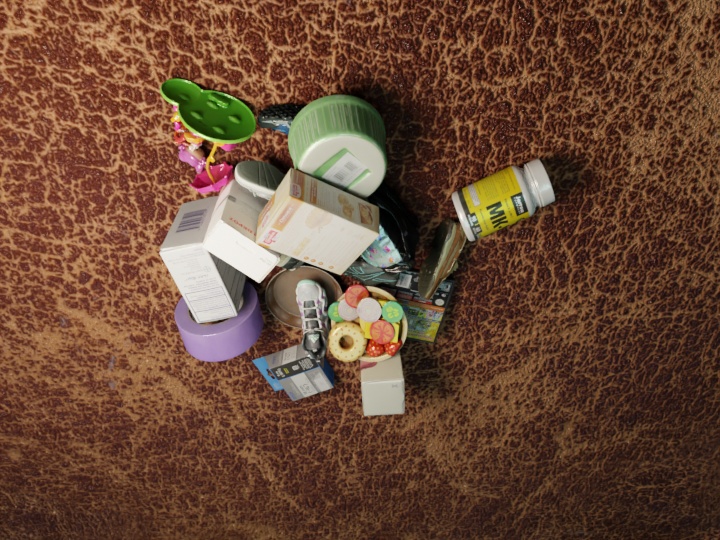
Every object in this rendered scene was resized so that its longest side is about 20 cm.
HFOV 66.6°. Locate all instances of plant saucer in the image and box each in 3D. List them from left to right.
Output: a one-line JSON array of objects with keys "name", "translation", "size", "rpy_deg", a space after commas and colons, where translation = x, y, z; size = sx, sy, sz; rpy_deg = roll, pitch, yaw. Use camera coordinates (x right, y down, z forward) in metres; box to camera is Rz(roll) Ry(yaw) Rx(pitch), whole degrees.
[{"name": "plant saucer", "translation": [-0.140, 0.061, 1.375], "size": [0.193, 0.035, 0.205], "rpy_deg": [-1, 128, -1]}]

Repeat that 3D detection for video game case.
[{"name": "video game case", "translation": [0.122, 0.085, 1.380], "size": [0.194, 0.026, 0.185], "rpy_deg": [12, 112, -11]}]

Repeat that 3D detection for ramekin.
[{"name": "ramekin", "translation": [-0.040, -0.220, 1.050], "size": [0.193, 0.100, 0.203], "rpy_deg": [-7, 142, -5]}]

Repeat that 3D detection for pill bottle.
[{"name": "pill bottle", "translation": [0.305, -0.153, 1.174], "size": [0.196, 0.116, 0.115], "rpy_deg": [-24, 125, 16]}]

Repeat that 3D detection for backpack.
[{"name": "backpack", "translation": [0.037, -0.103, 1.184], "size": [0.125, 0.169, 0.201], "rpy_deg": [-27, 118, 25]}]

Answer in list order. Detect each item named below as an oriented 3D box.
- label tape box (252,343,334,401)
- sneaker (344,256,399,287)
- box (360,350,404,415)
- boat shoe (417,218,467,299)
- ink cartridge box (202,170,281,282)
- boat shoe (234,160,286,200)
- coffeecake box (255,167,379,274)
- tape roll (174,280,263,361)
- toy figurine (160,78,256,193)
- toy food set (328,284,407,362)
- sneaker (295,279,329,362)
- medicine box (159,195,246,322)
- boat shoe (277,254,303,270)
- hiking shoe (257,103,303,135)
[{"name": "label tape box", "translation": [-0.188, 0.289, 1.528], "size": [0.195, 0.064, 0.146], "rpy_deg": [-20, 125, 13]}, {"name": "sneaker", "translation": [0.000, 0.000, 1.291], "size": [0.193, 0.076, 0.082], "rpy_deg": [3, 116, 7]}, {"name": "box", "translation": [0.052, 0.252, 1.418], "size": [0.105, 0.203, 0.131], "rpy_deg": [-4, 128, 0]}, {"name": "boat shoe", "translation": [0.198, -0.020, 1.289], "size": [0.072, 0.076, 0.204], "rpy_deg": [10, 118, -21]}, {"name": "ink cartridge box", "translation": [-0.236, -0.096, 1.147], "size": [0.145, 0.203, 0.083], "rpy_deg": [34, 121, -25]}, {"name": "boat shoe", "translation": [-0.179, -0.171, 1.151], "size": [0.198, 0.076, 0.065], "rpy_deg": [9, 142, -43]}, {"name": "coffeecake box", "translation": [-0.083, -0.088, 1.064], "size": [0.196, 0.075, 0.153], "rpy_deg": [20, 139, -27]}, {"name": "tape roll", "translation": [-0.334, 0.112, 1.304], "size": [0.193, 0.203, 0.087], "rpy_deg": [-4, 129, 1]}, {"name": "toy figurine", "translation": [-0.318, -0.247, 1.094], "size": [0.197, 0.151, 0.186], "rpy_deg": [31, 134, 3]}, {"name": "toy food set", "translation": [0.016, 0.130, 1.312], "size": [0.194, 0.049, 0.204], "rpy_deg": [7, 110, 10]}, {"name": "sneaker", "translation": [-0.112, 0.134, 1.320], "size": [0.075, 0.142, 0.204], "rpy_deg": [-9, 128, 6]}, {"name": "medicine box", "translation": [-0.335, -0.025, 1.211], "size": [0.100, 0.185, 0.204], "rpy_deg": [-10, 127, 7]}, {"name": "boat shoe", "translation": [-0.114, -0.075, 1.255], "size": [0.199, 0.073, 0.067], "rpy_deg": [-41, 137, 16]}, {"name": "hiking shoe", "translation": [-0.109, -0.275, 1.095], "size": [0.193, 0.075, 0.089], "rpy_deg": [5, 127, -5]}]
